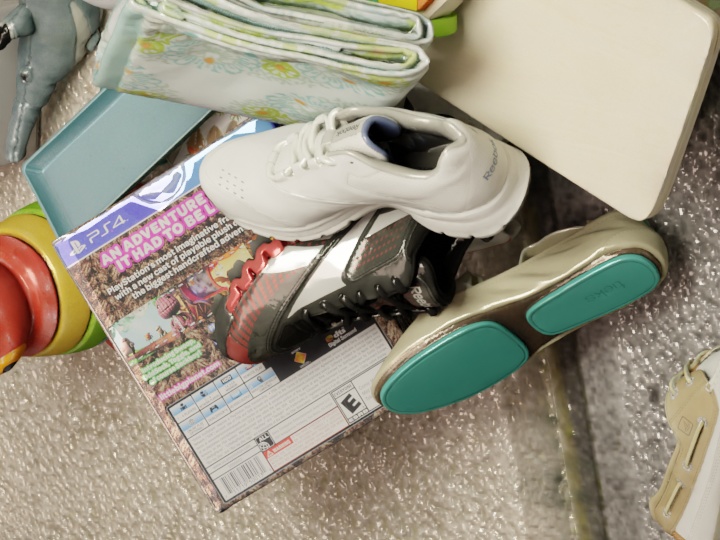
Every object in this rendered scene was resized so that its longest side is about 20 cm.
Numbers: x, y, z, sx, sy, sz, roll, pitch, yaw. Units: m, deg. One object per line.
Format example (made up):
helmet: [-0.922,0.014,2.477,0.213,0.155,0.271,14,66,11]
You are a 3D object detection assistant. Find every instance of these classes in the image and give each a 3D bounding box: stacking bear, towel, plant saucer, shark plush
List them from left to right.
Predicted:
shark plush: [-0.225,-0.172,1.880,0.091,0.083,0.200,41,125,21]
stacking bear: [-0.214,0.013,1.855,0.121,0.200,0.114,-40,79,39]
plant saucer: [-0.137,-0.100,1.795,0.200,0.019,0.070,-41,63,24]
towel: [-0.059,-0.123,1.587,0.200,0.171,0.048,146,137,-75]

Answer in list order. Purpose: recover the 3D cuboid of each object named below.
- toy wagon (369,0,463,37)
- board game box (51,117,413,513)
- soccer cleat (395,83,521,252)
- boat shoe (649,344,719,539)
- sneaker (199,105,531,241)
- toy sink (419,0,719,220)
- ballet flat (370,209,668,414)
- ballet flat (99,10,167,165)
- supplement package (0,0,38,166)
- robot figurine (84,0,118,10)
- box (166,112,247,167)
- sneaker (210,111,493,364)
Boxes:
toy wagon: [0.029,-0.210,1.559,0.200,0.040,0.156,16,114,38]
board game box: [-0.069,0.023,1.752,0.159,0.097,0.200,-31,91,6]
soccer cleat: [0.051,-0.105,1.700,0.085,0.069,0.201,1,108,29]
boat shoe: [0.211,0.080,1.623,0.068,0.075,0.201,21,117,25]
sneaker: [-0.006,-0.065,1.579,0.199,0.087,0.075,-3,65,25]
toy sink: [0.139,-0.137,1.587,0.200,0.112,0.131,34,123,31]
ballet flat: [0.093,0.020,1.671,0.200,0.069,0.070,-26,87,15]
ballet flat: [-0.137,-0.156,1.835,0.070,0.067,0.201,6,118,-6]
supplement package: [-0.327,-0.126,1.899,0.121,0.200,0.120,18,114,33]
robot figurine: [-0.109,-0.227,1.694,0.150,0.200,0.125,29,120,29]
box: [-0.059,-0.129,1.793,0.039,0.041,0.200,51,129,14]
sneaker: [0.000,0.000,1.646,0.200,0.071,0.098,-39,63,10]
